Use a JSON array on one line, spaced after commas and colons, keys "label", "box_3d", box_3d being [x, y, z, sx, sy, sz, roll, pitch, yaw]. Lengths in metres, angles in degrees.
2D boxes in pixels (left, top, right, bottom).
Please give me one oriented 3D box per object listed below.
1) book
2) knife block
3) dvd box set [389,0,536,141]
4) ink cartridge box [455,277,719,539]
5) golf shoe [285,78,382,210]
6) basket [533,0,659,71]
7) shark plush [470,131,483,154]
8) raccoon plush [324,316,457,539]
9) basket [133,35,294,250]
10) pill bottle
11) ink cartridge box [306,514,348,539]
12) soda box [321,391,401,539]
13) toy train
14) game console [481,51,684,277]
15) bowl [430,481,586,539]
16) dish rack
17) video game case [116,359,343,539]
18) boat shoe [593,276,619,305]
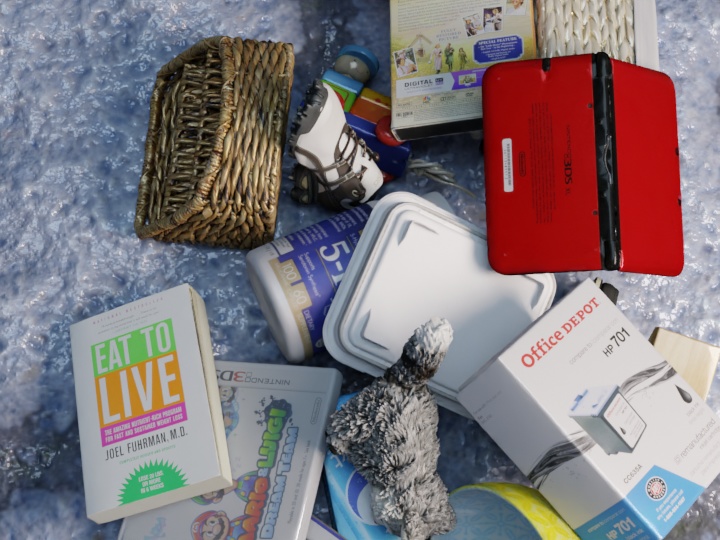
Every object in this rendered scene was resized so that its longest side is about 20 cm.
[{"label": "book", "box_3d": [-0.201, 0.126, 1.235, 0.134, 0.048, 0.200, -18, 60, 7]}, {"label": "knife block", "box_3d": [0.268, 0.178, 1.220, 0.064, 0.200, 0.176, 18, 43, 1]}, {"label": "dvd box set", "box_3d": [0.101, -0.231, 1.302, 0.146, 0.029, 0.200, -7, 67, 13]}, {"label": "ink cartridge box", "box_3d": [0.205, 0.129, 1.131, 0.200, 0.086, 0.146, 49, 53, 6]}, {"label": "golf shoe", "box_3d": [-0.019, -0.118, 1.270, 0.094, 0.200, 0.078, 20, 72, 8]}, {"label": "basket", "box_3d": [0.224, -0.195, 1.341, 0.123, 0.136, 0.200, 3, 73, -11]}, {"label": "shark plush", "box_3d": [0.113, -0.186, 1.323, 0.091, 0.083, 0.200, 14, 43, -33]}, {"label": "raccoon plush", "box_3d": [0.048, 0.153, 1.136, 0.097, 0.200, 0.134, -23, 64, -32]}, {"label": "basket", "box_3d": [-0.148, -0.132, 1.297, 0.149, 0.143, 0.200, 7, 72, -3]}, {"label": "pill bottle", "box_3d": [0.000, 0.000, 1.279, 0.200, 0.120, 0.120, -23, 76, -11]}, {"label": "ink cartridge box", "box_3d": [-0.104, 0.305, 1.188, 0.198, 0.047, 0.200, 31, 71, 27]}, {"label": "soda box", "box_3d": [0.002, 0.220, 1.237, 0.064, 0.068, 0.200, -11, 74, -7]}, {"label": "toy train", "box_3d": [0.043, -0.154, 1.358, 0.200, 0.085, 0.116, 23, 59, 3]}, {"label": "game console", "box_3d": [0.210, -0.093, 1.231, 0.172, 0.119, 0.200, -4, 82, 16]}, {"label": "bowl", "box_3d": [0.163, 0.278, 1.184, 0.108, 0.200, 0.200, -11, 72, -32]}, {"label": "dish rack", "box_3d": [0.082, 0.035, 1.217, 0.200, 0.044, 0.172, 25, 83, -15]}, {"label": "video game case", "box_3d": [-0.122, 0.179, 1.215, 0.182, 0.024, 0.200, 2, 63, 23]}, {"label": "boat shoe", "box_3d": [0.226, 0.106, 1.285, 0.063, 0.074, 0.201, 14, 73, 4]}]
